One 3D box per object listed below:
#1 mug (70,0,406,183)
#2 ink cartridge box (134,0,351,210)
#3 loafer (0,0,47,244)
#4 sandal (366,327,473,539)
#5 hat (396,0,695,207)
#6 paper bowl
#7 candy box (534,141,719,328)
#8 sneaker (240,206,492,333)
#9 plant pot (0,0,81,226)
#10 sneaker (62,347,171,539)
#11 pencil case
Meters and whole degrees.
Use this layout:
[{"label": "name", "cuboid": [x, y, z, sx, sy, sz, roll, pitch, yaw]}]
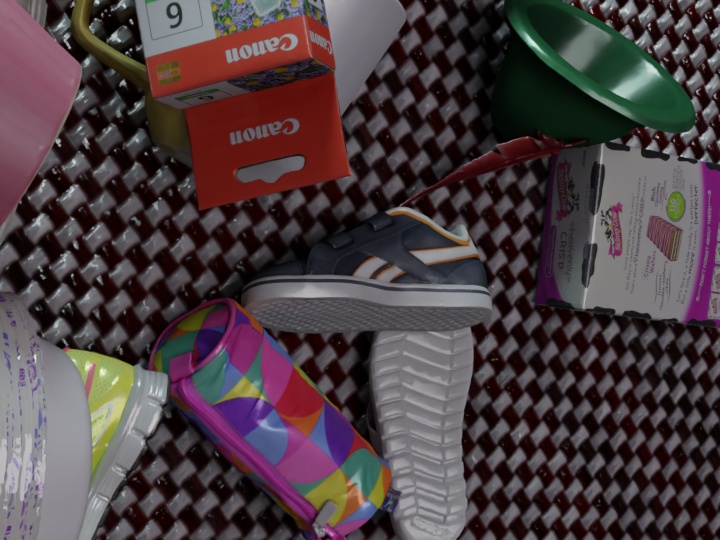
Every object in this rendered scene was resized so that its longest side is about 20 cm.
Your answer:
[{"label": "mug", "cuboid": [-0.084, -0.142, 1.207, 0.153, 0.187, 0.149, -64, 157, -4]}, {"label": "ink cartridge box", "cuboid": [-0.077, -0.147, 1.108, 0.050, 0.109, 0.200, 15, 64, -72]}, {"label": "loafer", "cuboid": [-0.242, -0.104, 1.116, 0.070, 0.070, 0.200, 9, 80, -31]}, {"label": "sandal", "cuboid": [0.038, 0.108, 1.345, 0.082, 0.050, 0.203, 7, 77, -22]}, {"label": "hat", "cuboid": [0.131, -0.103, 1.402, 0.200, 0.166, 0.176, 22, 118, -23]}, {"label": "paper bowl", "cuboid": [-0.224, 0.111, 1.049, 0.104, 0.201, 0.201, 6, 89, -27]}, {"label": "candy box", "cuboid": [0.241, -0.027, 1.477, 0.200, 0.061, 0.136, 8, 88, -37]}, {"label": "sneaker", "cuboid": [0.000, 0.000, 1.290, 0.200, 0.078, 0.079, 3, 69, -34]}, {"label": "plant pot", "cuboid": [-0.262, -0.106, 0.995, 0.179, 0.200, 0.200, 31, 74, -19]}, {"label": "sneaker", "cuboid": [-0.204, 0.139, 1.161, 0.090, 0.078, 0.200, 29, 79, -10]}, {"label": "pencil case", "cuboid": [-0.059, 0.109, 1.250, 0.200, 0.088, 0.088, 48, 66, -25]}]
